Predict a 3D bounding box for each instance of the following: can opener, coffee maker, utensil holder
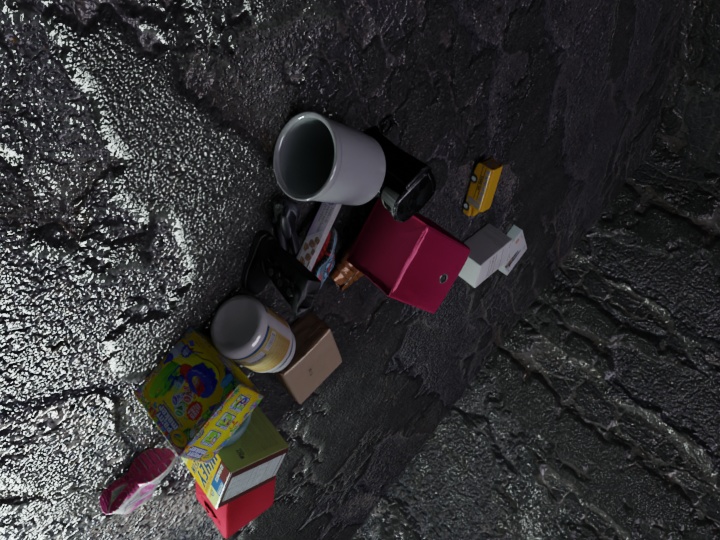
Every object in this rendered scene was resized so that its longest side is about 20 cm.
[{"bbox_3d":[-0.169,-0.090,1.358,0.202,0.062,0.080,96,15,-57],"label":"can opener"},{"bbox_3d":[0.080,-0.243,1.404,0.133,0.199,0.195,11,114,-58],"label":"coffee maker"},{"bbox_3d":[-0.060,-0.227,1.260,0.198,0.169,0.173,-1,124,-58],"label":"utensil holder"}]

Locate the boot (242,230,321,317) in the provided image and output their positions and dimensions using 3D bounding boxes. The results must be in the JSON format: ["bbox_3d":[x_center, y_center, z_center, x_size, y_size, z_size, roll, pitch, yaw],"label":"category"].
[{"bbox_3d":[-0.178,0.034,1.326,0.065,0.199,0.168,-19,137,-43],"label":"boot"}]

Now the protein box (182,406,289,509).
[{"bbox_3d":[-0.333,0.468,1.565,0.197,0.198,0.137,-9,133,-50],"label":"protein box"}]

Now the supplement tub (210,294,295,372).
[{"bbox_3d":[-0.247,0.157,1.415,0.145,0.144,0.200,-49,150,-5],"label":"supplement tub"}]

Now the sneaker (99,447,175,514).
[{"bbox_3d":[-0.534,0.516,1.462,0.198,0.082,0.089,-38,150,-10],"label":"sneaker"}]

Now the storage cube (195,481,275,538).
[{"bbox_3d":[-0.357,0.604,1.710,0.197,0.170,0.184,-26,140,-37],"label":"storage cube"}]

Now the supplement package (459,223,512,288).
[{"bbox_3d":[0.451,-0.057,2.220,0.198,0.121,0.122,-34,147,-29],"label":"supplement package"}]

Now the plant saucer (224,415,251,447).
[{"bbox_3d":[-0.335,0.330,1.461,0.197,0.035,0.207,12,74,-46],"label":"plant saucer"}]

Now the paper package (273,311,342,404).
[{"bbox_3d":[-0.159,0.245,1.681,0.190,0.103,0.202,-42,148,-18],"label":"paper package"}]

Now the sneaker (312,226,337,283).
[{"bbox_3d":[-0.103,-0.035,1.513,0.095,0.078,0.203,-36,155,-57],"label":"sneaker"}]

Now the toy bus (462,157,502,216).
[{"bbox_3d":[0.400,-0.267,1.964,0.064,0.078,0.204,-27,142,-35],"label":"toy bus"}]

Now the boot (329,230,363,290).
[{"bbox_3d":[0.000,0.000,1.671,0.157,0.076,0.200,-52,148,-5],"label":"boot"}]

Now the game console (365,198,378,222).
[{"bbox_3d":[0.108,-0.140,1.630,0.198,0.114,0.182,7,83,-56],"label":"game console"}]

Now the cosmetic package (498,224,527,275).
[{"bbox_3d":[0.636,-0.083,2.533,0.152,0.051,0.200,-54,151,-4],"label":"cosmetic package"}]

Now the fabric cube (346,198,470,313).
[{"bbox_3d":[0.122,-0.041,1.520,0.197,0.199,0.200,21,104,-45],"label":"fabric cube"}]

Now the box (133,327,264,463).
[{"bbox_3d":[-0.358,0.277,1.327,0.194,0.199,0.122,-49,151,-6],"label":"box"}]

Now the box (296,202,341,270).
[{"bbox_3d":[-0.104,-0.081,1.419,0.041,0.038,0.205,56,57,-78],"label":"box"}]
